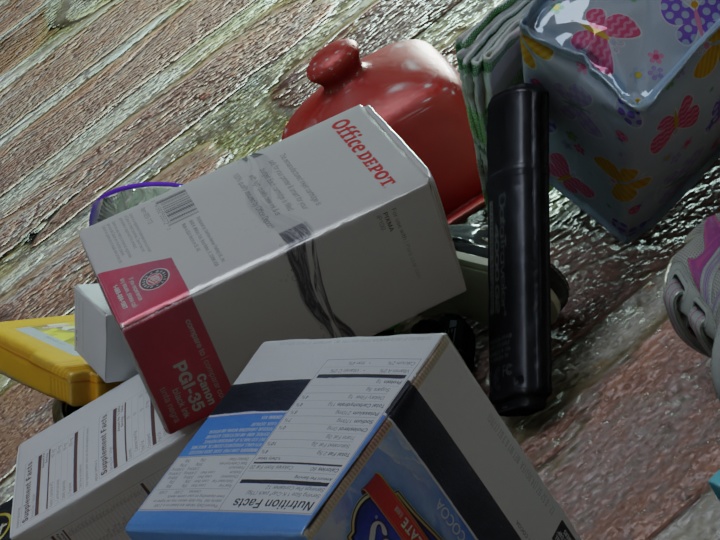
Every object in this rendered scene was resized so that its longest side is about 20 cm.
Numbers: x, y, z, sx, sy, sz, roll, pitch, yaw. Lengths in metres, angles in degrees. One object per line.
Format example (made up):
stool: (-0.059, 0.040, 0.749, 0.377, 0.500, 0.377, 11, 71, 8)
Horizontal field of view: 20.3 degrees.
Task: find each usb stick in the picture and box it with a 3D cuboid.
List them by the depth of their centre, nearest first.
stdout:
usb stick: (0.096, -0.014, 1.213, 0.055, 0.032, 0.202, 154, 120, -64)

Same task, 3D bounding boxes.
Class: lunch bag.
lunch bag: (0.203, -0.145, 1.275, 0.127, 0.170, 0.200, 37, 69, 22)

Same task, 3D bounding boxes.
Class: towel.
towel: (0.134, -0.125, 1.347, 0.149, 0.201, 0.031, -40, 57, -15)

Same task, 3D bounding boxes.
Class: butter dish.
butter dish: (0.012, -0.104, 1.492, 0.199, 0.148, 0.200, -32, 24, 2)

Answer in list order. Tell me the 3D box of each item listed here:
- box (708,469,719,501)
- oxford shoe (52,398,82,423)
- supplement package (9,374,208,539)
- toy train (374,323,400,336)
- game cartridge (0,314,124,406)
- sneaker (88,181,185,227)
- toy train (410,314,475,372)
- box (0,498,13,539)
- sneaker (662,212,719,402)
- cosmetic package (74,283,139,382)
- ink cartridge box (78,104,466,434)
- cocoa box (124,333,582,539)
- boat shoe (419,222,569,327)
box: (0.270, 0.064, 0.975, 0.200, 0.049, 0.082, -41, 25, -14)
oxford shoe: (-0.186, 0.103, 1.449, 0.071, 0.074, 0.200, -44, 25, -15)
supplement package: (-0.106, 0.127, 1.257, 0.199, 0.114, 0.110, -30, 26, 9)
toy train: (0.000, 0.000, 1.293, 0.056, 0.042, 0.201, -2, 49, 1)
game cartridge: (-0.162, 0.059, 1.439, 0.175, 0.033, 0.200, -5, 9, -31)
sneaker: (-0.101, -0.024, 1.360, 0.199, 0.070, 0.099, 5, 8, -31)
toy train: (0.050, 0.087, 1.235, 0.045, 0.034, 0.200, -15, 28, 14)
box: (-0.282, 0.250, 1.335, 0.161, 0.049, 0.200, -31, 25, 16)
sneaker: (0.210, 0.025, 1.099, 0.088, 0.082, 0.200, -23, 19, 27)
cosmetic package: (-0.086, 0.038, 1.348, 0.198, 0.051, 0.082, -2, 12, -22)
ink cartridge box: (-0.054, -0.006, 1.205, 0.199, 0.083, 0.147, -25, 28, -7)
cocoa box: (0.012, 0.148, 0.964, 0.133, 0.201, 0.131, -6, 37, 45)
boat shoe: (0.075, -0.007, 1.324, 0.068, 0.072, 0.200, -47, 25, -17)
